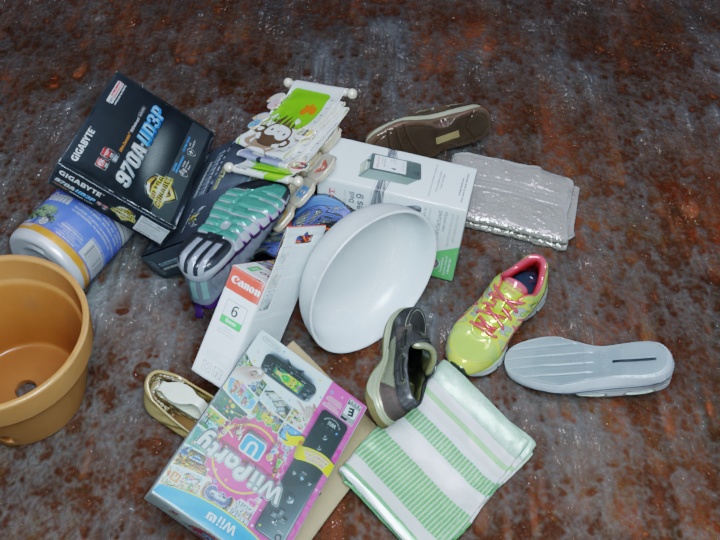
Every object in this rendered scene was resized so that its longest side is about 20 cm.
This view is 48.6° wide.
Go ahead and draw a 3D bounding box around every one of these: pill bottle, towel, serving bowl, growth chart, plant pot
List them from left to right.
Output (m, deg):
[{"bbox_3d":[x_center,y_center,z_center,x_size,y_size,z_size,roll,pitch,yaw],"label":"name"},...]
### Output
[{"bbox_3d":[-0.393,0.103,0.899,0.197,0.141,0.202,2,53,-3],"label":"plant pot"},{"bbox_3d":[-0.354,-0.072,1.055,0.111,0.113,0.201,22,54,13],"label":"pill bottle"},{"bbox_3d":[-0.092,-0.183,1.035,0.143,0.018,0.201,10,52,27],"label":"growth chart"},{"bbox_3d":[0.000,0.000,0.975,0.199,0.202,0.066,-31,51,-25],"label":"serving bowl"},{"bbox_3d":[0.089,0.213,0.907,0.152,0.023,0.200,42,59,15],"label":"towel"},{"bbox_3d":[0.219,-0.104,1.170,0.197,0.035,0.133,13,52,6],"label":"towel"}]

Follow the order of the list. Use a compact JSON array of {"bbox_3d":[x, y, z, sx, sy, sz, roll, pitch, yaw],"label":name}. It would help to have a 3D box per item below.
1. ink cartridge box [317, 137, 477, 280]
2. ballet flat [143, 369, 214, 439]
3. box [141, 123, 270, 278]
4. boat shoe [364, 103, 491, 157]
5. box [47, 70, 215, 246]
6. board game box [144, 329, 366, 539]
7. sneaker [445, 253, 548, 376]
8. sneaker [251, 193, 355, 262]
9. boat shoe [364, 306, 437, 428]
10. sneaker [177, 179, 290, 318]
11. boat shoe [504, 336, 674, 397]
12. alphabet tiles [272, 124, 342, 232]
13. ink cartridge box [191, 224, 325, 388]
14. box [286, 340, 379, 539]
[{"bbox_3d":[0.044,-0.081,1.069,0.198,0.147,0.085,13,52,8],"label":"ink cartridge box"},{"bbox_3d":[-0.169,0.176,0.907,0.198,0.063,0.069,25,55,14],"label":"ballet flat"},{"bbox_3d":[-0.192,-0.094,1.069,0.156,0.051,0.201,-15,43,36],"label":"box"},{"bbox_3d":[0.098,-0.214,1.234,0.200,0.076,0.075,-12,30,-12],"label":"boat shoe"},{"bbox_3d":[-0.289,-0.148,1.037,0.158,0.046,0.201,32,43,-19],"label":"box"},{"bbox_3d":[-0.104,0.188,0.828,0.147,0.064,0.201,36,60,-6],"label":"board game box"},{"bbox_3d":[0.175,0.049,1.013,0.078,0.091,0.200,32,58,18],"label":"sneaker"},{"bbox_3d":[-0.077,-0.037,1.034,0.199,0.075,0.079,-18,51,38],"label":"sneaker"},{"bbox_3d":[0.060,0.107,0.939,0.065,0.072,0.201,-17,23,24],"label":"boat shoe"},{"bbox_3d":[-0.149,-0.032,0.943,0.074,0.088,0.200,20,41,19],"label":"sneaker"},{"bbox_3d":[0.278,0.129,0.974,0.198,0.067,0.074,1,53,25],"label":"boat shoe"},{"bbox_3d":[-0.106,-0.119,1.060,0.200,0.015,0.195,-50,29,-4],"label":"alphabet tiles"},{"bbox_3d":[-0.116,0.030,0.925,0.050,0.202,0.109,27,13,17],"label":"ink cartridge box"},{"bbox_3d":[-0.083,0.203,0.881,0.163,0.021,0.200,45,58,-1],"label":"box"}]
